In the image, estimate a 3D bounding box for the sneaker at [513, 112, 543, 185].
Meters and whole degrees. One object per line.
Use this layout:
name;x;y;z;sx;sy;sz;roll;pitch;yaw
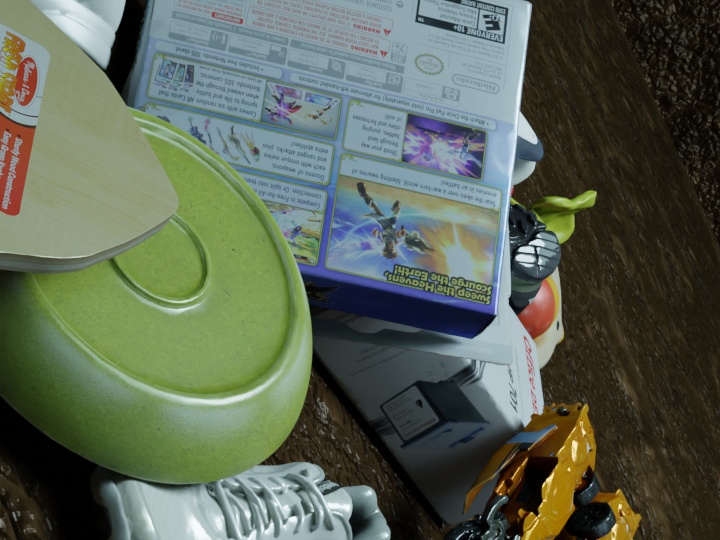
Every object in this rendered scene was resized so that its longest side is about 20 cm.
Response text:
sneaker;0.067;-0.112;1.320;0.130;0.079;0.199;61;18;-24

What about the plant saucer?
plant saucer;-0.096;-0.002;0.892;0.200;0.031;0.200;26;43;-26

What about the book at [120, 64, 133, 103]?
book;-0.066;-0.091;1.135;0.133;0.048;0.200;18;28;-7

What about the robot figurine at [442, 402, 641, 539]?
robot figurine;0.096;0.180;1.198;0.200;0.058;0.145;-50;123;-39

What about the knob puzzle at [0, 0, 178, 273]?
knob puzzle;-0.167;-0.062;0.827;0.219;0.030;0.220;29;31;-20

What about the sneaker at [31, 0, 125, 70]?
sneaker;-0.167;-0.173;0.947;0.100;0.075;0.200;-67;154;-12

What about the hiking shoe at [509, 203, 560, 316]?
hiking shoe;0.040;-0.030;1.407;0.200;0.101;0.076;40;39;21

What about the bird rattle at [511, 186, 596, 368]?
bird rattle;0.128;0.002;1.607;0.200;0.112;0.163;-38;118;-70

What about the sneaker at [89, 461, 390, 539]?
sneaker;-0.053;0.114;0.918;0.200;0.081;0.075;23;46;-64

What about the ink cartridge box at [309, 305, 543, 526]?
ink cartridge box;0.039;0.041;1.292;0.200;0.086;0.147;52;20;-32

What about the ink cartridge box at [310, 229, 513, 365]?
ink cartridge box;0.000;0.000;1.117;0.200;0.162;0.057;-86;-174;-54

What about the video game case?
video game case;-0.020;-0.073;1.030;0.045;0.200;0.182;126;-26;-64
